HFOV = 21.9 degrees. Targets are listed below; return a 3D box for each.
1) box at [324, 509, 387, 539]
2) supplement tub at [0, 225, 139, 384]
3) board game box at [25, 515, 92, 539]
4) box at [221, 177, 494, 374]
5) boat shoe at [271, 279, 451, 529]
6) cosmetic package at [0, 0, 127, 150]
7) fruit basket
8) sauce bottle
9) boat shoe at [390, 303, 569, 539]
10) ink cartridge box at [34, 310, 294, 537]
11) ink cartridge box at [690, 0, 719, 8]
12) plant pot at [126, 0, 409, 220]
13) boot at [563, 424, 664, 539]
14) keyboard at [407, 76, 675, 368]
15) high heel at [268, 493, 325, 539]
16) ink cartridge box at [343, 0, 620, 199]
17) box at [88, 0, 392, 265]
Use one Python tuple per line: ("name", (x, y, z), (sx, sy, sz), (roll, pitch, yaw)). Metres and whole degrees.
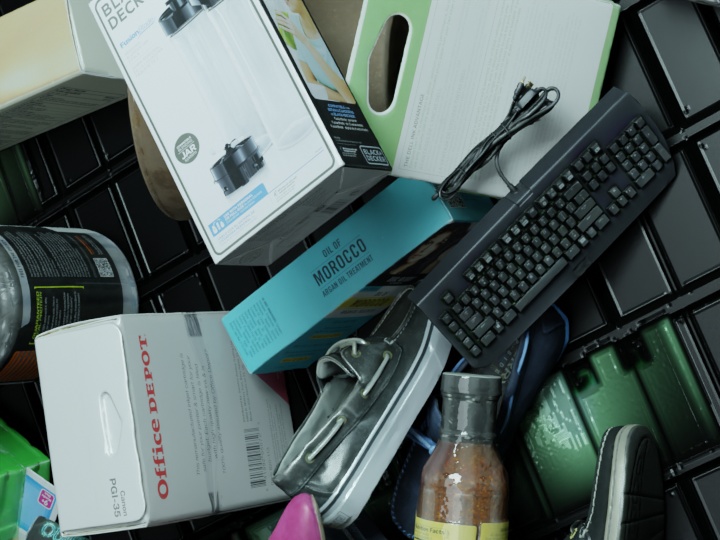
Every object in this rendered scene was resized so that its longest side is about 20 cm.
("box", (-0.008, 0.262, 1.277), (0.051, 0.200, 0.159), (4, 98, -13))
("supplement tub", (-0.273, 0.026, 1.424), (0.122, 0.200, 0.123), (-1, 89, 30))
("board game box", (-0.149, 0.251, 1.361), (0.135, 0.200, 0.028), (19, 67, 29))
("box", (0.000, 0.000, 1.332), (0.200, 0.082, 0.049), (-38, 73, 25))
("boat shoe", (0.004, 0.078, 1.279), (0.072, 0.071, 0.201), (-29, 29, 54))
("cosmetic package", (-0.272, -0.154, 1.481), (0.199, 0.105, 0.072), (-18, 81, 28))
("fruit basket", (-0.340, 0.213, 1.528), (0.185, 0.094, 0.201), (36, 110, 26))
("sauce bottle", (0.068, 0.169, 1.230), (0.066, 0.066, 0.201), (5, 88, 30))
("boat shoe", (0.068, 0.101, 1.298), (0.084, 0.069, 0.201), (30, 105, 27))
("ink cartridge box", (-0.135, 0.106, 1.342), (0.082, 0.200, 0.148), (-12, 84, 30))
("ink cartridge box", (0.274, -0.230, 1.168), (0.199, 0.084, 0.146), (20, 99, 29))
("plant pot", (-0.054, -0.136, 1.317), (0.173, 0.200, 0.202), (1, 90, 14))
("boot", (0.122, 0.199, 1.265), (0.153, 0.073, 0.205), (6, 92, 33))
("keyboard", (0.110, -0.043, 1.220), (0.200, 0.021, 0.127), (-46, 109, -5))
("high heel", (-0.077, 0.224, 1.245), (0.201, 0.095, 0.068), (103, 162, -44))
("ink cartridge box", (0.069, -0.126, 1.226), (0.048, 0.199, 0.146), (26, 105, 59))
("box", (-0.078, -0.116, 1.167), (0.116, 0.060, 0.201), (-35, 72, 27))
